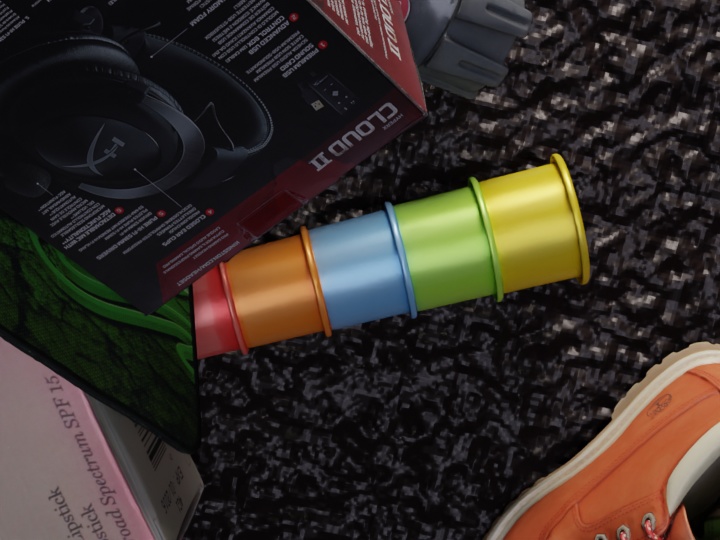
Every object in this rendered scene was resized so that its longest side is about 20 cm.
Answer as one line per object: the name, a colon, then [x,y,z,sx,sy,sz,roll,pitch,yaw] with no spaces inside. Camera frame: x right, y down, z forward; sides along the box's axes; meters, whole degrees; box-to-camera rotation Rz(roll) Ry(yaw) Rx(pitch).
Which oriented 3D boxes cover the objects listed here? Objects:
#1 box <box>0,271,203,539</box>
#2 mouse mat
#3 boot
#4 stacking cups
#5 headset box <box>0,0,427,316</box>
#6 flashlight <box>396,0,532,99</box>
box: [-0.184,0.088,0.755,0.198,0.109,0.129,-24,99,7]
mouse mat: [-0.133,-0.029,0.703,0.008,0.162,0.200,-34,129,22]
boot: [0.118,0.126,0.815,0.075,0.107,0.201,37,97,-13]
stacking cups: [0.000,0.000,0.807,0.198,0.061,0.061,-14,102,2]
headset box: [-0.082,-0.084,0.674,0.148,0.078,0.200,-34,130,21]
flashlight: [-0.025,-0.124,0.749,0.199,0.068,0.069,19,63,-28]
